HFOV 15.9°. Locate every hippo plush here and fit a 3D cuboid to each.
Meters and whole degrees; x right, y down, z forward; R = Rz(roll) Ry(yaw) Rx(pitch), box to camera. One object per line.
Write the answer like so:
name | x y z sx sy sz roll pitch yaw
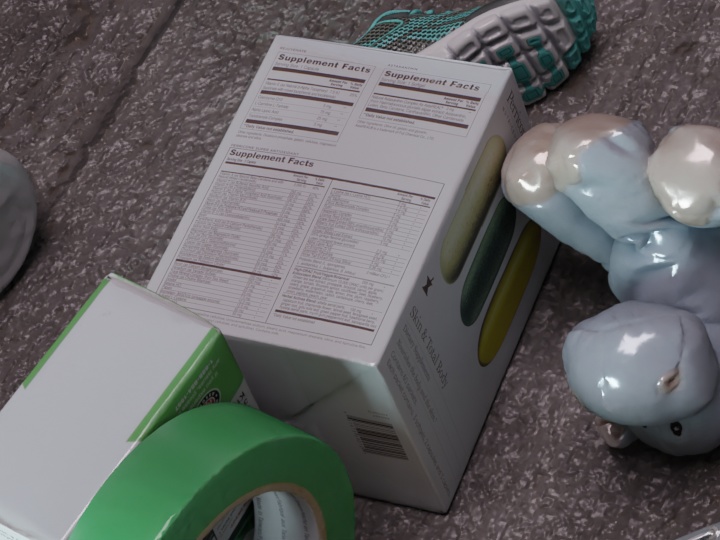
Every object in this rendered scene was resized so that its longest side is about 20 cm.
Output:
hippo plush | 0.151 0.015 1.389 0.159 0.200 0.162 6 81 32

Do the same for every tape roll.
tape roll | -0.081 0.168 1.307 0.048 0.201 0.201 23 65 30

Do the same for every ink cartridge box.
ink cartridge box | -0.115 0.123 1.356 0.084 0.200 0.146 24 66 29

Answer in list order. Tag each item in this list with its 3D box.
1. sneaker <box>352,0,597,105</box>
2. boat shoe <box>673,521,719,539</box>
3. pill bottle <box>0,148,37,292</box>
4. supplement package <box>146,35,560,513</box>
sneaker | 0.045 -0.134 1.575 0.199 0.078 0.091 -24 46 -1
boat shoe | 0.225 0.133 1.308 0.200 0.070 0.072 -25 53 3
pill bottle | -0.306 -0.056 1.615 0.200 0.112 0.112 26 66 33
supplement package | 0.000 0.000 1.436 0.150 0.152 0.201 10 58 25
